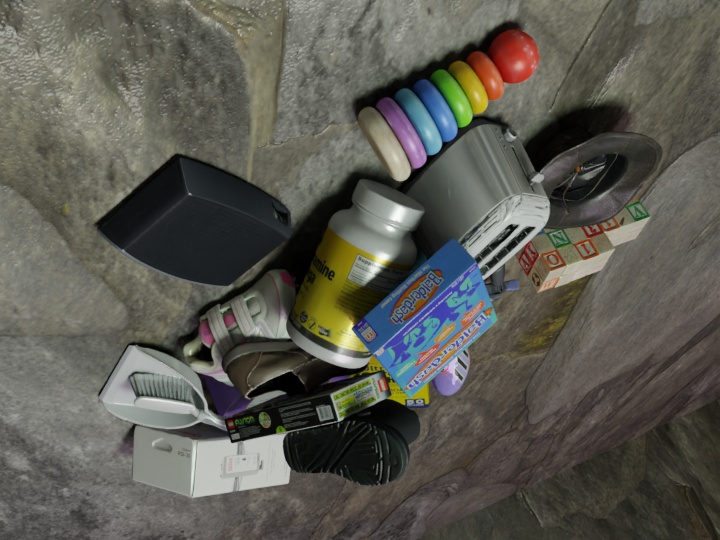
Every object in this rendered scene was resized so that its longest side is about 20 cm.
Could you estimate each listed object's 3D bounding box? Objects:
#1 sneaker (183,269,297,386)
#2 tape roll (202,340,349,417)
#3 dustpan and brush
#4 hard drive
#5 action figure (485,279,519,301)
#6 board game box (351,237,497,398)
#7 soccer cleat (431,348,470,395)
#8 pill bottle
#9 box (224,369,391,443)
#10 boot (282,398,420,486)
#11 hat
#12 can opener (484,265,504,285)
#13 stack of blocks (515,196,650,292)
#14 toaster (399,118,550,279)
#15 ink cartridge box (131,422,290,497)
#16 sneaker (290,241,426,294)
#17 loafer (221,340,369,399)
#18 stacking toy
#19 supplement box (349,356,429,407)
[{"bbox_3d":[-0.152,0.074,1.190,0.088,0.082,0.200,8,132,-44],"label":"sneaker"},{"bbox_3d":[-0.118,0.144,1.349,0.198,0.086,0.201,-22,154,-11],"label":"tape roll"},{"bbox_3d":[-0.229,0.175,1.244,0.198,0.058,0.140,16,134,-26],"label":"dustpan and brush"},{"bbox_3d":[-0.166,-0.041,1.008,0.134,0.043,0.199,-36,153,17],"label":"hard drive"},{"bbox_3d":[0.164,0.081,1.491,0.197,0.106,0.194,-11,163,-19],"label":"action figure"},{"bbox_3d":[0.081,0.062,1.108,0.152,0.045,0.200,-42,155,-3],"label":"board game box"},{"bbox_3d":[0.130,0.095,1.374,0.076,0.066,0.202,-29,135,-59],"label":"soccer cleat"},{"bbox_3d":[-0.003,0.002,1.112,0.112,0.112,0.202,7,111,-50],"label":"pill bottle"},{"bbox_3d":[-0.069,0.174,1.206,0.199,0.035,0.110,-19,179,39],"label":"box"},{"bbox_3d":[0.023,0.205,1.183,0.199,0.078,0.167,-9,-178,43],"label":"boot"},{"bbox_3d":[0.288,-0.137,1.246,0.198,0.082,0.202,-16,146,-11],"label":"hat"},{"bbox_3d":[0.187,-0.023,1.371,0.052,0.067,0.200,8,165,11],"label":"can opener"},{"bbox_3d":[0.318,-0.057,1.377,0.198,0.116,0.059,-18,153,-21],"label":"stack of blocks"},{"bbox_3d":[0.132,-0.074,1.145,0.113,0.130,0.200,6,139,-48],"label":"toaster"},{"bbox_3d":[-0.220,0.275,1.415,0.145,0.084,0.199,3,178,39],"label":"ink cartridge box"},{"bbox_3d":[0.000,0.000,1.216,0.198,0.072,0.080,-20,156,-17],"label":"sneaker"},{"bbox_3d":[-0.073,0.128,1.184,0.198,0.072,0.073,-5,146,-24],"label":"loafer"},{"bbox_3d":[0.099,-0.178,0.984,0.199,0.086,0.085,-32,155,0],"label":"stacking toy"},{"bbox_3d":[0.038,0.103,1.334,0.107,0.111,0.201,-4,145,5],"label":"supplement box"}]
